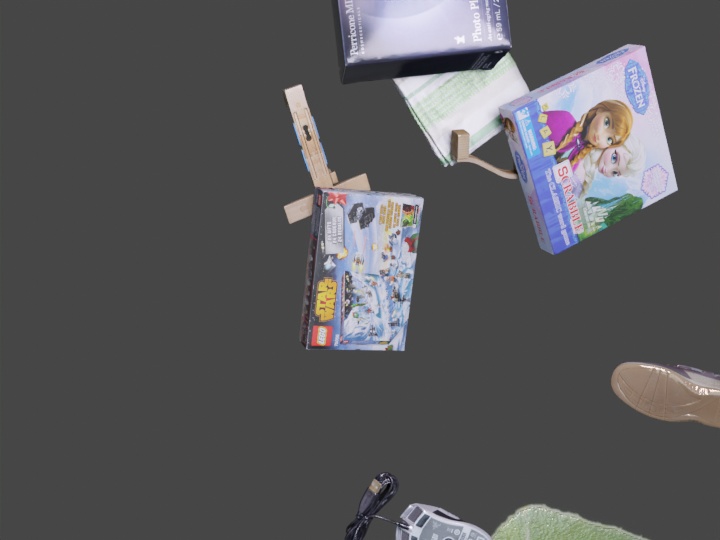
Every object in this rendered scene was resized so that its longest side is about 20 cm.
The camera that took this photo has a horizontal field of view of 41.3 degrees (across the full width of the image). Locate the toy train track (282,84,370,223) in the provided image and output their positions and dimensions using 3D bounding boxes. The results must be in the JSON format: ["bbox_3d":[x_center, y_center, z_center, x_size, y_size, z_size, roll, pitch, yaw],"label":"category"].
[{"bbox_3d":[-0.058,-0.132,1.195,0.113,0.033,0.202,-22,110,-13],"label":"toy train track"}]

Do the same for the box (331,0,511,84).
[{"bbox_3d":[0.063,-0.337,1.122,0.195,0.123,0.203,-7,91,-2],"label":"box"}]

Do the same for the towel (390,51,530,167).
[{"bbox_3d":[0.114,-0.254,1.212,0.148,0.031,0.201,-35,100,-4],"label":"towel"}]

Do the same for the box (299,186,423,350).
[{"bbox_3d":[0.000,0.000,1.209,0.135,0.040,0.203,3,102,-20],"label":"box"}]

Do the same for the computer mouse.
[{"bbox_3d":[0.085,0.355,1.296,0.198,0.044,0.111,24,91,-5],"label":"computer mouse"}]

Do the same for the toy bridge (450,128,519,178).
[{"bbox_3d":[0.209,-0.154,1.221,0.197,0.027,0.068,-8,114,-18],"label":"toy bridge"}]

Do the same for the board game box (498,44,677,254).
[{"bbox_3d":[0.293,-0.153,1.211,0.198,0.041,0.202,-27,113,-11],"label":"board game box"}]

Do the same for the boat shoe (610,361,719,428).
[{"bbox_3d":[0.440,0.165,1.302,0.197,0.065,0.073,11,107,10],"label":"boat shoe"}]
